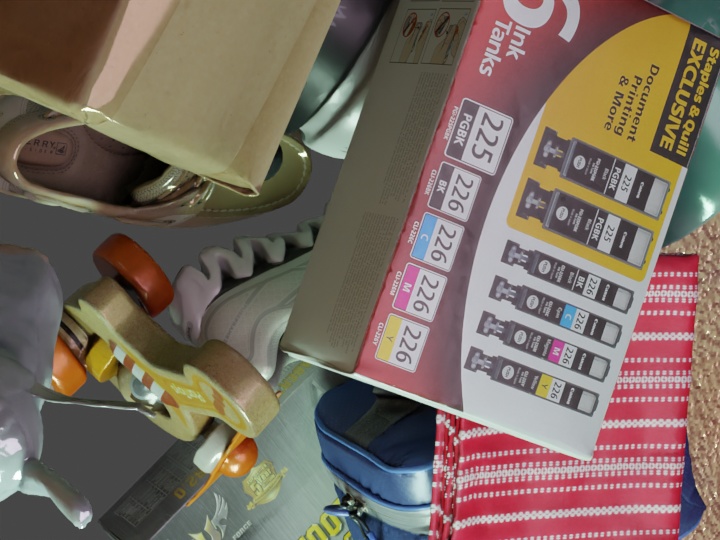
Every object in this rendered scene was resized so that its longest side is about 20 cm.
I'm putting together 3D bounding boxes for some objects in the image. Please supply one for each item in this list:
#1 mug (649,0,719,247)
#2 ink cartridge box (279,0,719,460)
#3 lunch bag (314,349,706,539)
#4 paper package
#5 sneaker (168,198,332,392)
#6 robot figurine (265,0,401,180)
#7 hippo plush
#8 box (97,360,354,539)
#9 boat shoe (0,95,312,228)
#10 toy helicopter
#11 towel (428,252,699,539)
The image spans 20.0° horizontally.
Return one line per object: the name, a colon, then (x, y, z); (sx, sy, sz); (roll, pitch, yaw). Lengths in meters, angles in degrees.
mug: (0.160, -0.105, 1.140); (0.114, 0.185, 0.152); (42, 87, -12)
ink cartridge box: (0.083, -0.027, 0.927); (0.174, 0.084, 0.202); (20, 87, -27)
lunch bag: (0.070, 0.094, 1.082); (0.199, 0.136, 0.133); (-25, 113, -21)
paper package: (-0.088, -0.155, 0.816); (0.103, 0.190, 0.202); (23, 91, -46)
sneaker: (0.000, 0.000, 1.079); (0.199, 0.081, 0.075); (-30, 147, -14)
robot figurine: (-0.041, -0.139, 0.978); (0.199, 0.125, 0.150); (31, 124, -15)
hippo plush: (-0.199, 0.086, 0.951); (0.160, 0.198, 0.162); (-61, 171, -54)
box: (-0.027, 0.126, 1.142); (0.200, 0.048, 0.159); (-45, 126, -16)
boat shoe: (-0.100, -0.053, 1.017); (0.199, 0.065, 0.073); (5, 103, -37)
toy helicopter: (-0.085, 0.058, 0.980); (0.079, 0.200, 0.133); (-42, 108, -17)
towel: (0.102, 0.090, 1.006); (0.143, 0.022, 0.202); (2, 94, -26)
